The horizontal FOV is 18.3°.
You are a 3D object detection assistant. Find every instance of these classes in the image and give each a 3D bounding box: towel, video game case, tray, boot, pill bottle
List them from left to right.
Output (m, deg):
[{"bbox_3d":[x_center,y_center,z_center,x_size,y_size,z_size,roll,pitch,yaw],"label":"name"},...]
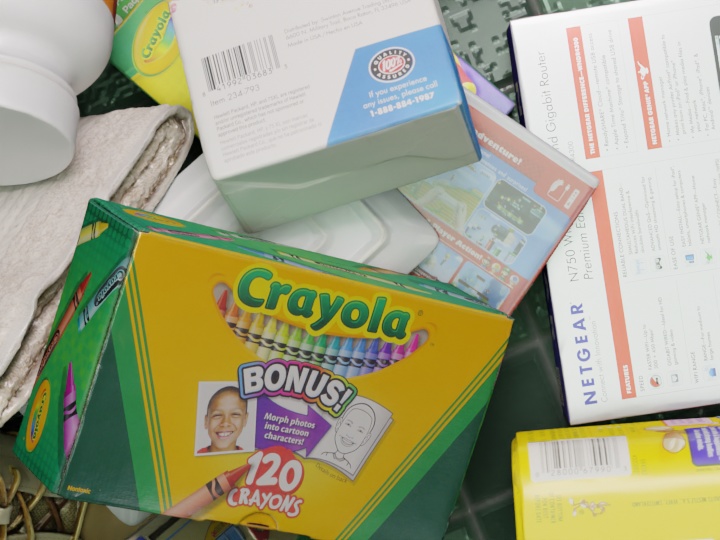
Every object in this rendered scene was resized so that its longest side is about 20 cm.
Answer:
[{"bbox_3d":[-0.172,-0.004,1.032,0.132,0.035,0.200,0,47,36],"label":"towel"},{"bbox_3d":[-0.166,-0.147,1.038,0.112,0.112,0.201,1,67,2],"label":"pill bottle"},{"bbox_3d":[-0.163,0.113,1.048,0.199,0.155,0.073,12,90,1],"label":"boot"},{"bbox_3d":[-0.068,0.013,1.031,0.200,0.022,0.107,-43,92,-7],"label":"tray"},{"bbox_3d":[0.000,0.000,1.068,0.143,0.017,0.200,34,97,1],"label":"video game case"}]

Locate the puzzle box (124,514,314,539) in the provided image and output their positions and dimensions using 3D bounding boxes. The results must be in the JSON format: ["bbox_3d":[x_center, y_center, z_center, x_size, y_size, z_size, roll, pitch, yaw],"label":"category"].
[{"bbox_3d":[-0.049,0.159,1.027,0.025,0.200,0.133,-38,90,23],"label":"puzzle box"}]

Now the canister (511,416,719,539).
[{"bbox_3d":[0.172,0.109,1.044,0.199,0.149,0.087,-4,90,4],"label":"canister"}]

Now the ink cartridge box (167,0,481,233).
[{"bbox_3d":[-0.027,-0.132,1.017,0.116,0.067,0.200,-17,67,6],"label":"ink cartridge box"}]

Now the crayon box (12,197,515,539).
[{"bbox_3d":[-0.040,0.050,0.988,0.200,0.058,0.119,13,99,-32],"label":"crayon box"}]

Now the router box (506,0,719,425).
[{"bbox_3d":[0.173,-0.037,1.090,0.179,0.049,0.201,-8,90,2],"label":"router box"}]

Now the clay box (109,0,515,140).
[{"bbox_3d":[-0.036,-0.102,1.096,0.200,0.048,0.115,40,93,-1],"label":"clay box"}]
